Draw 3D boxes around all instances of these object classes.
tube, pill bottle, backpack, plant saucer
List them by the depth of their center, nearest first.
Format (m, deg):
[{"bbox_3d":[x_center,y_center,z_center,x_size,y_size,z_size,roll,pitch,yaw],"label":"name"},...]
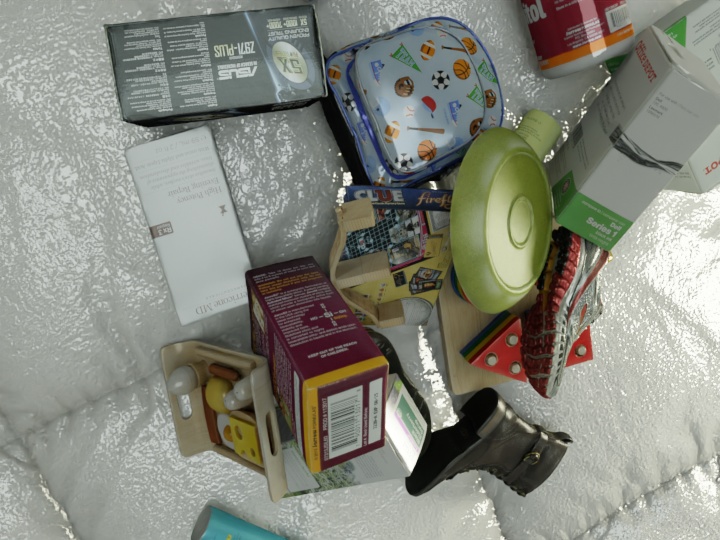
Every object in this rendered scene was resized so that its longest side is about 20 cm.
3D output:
[{"bbox_3d":[0.165,-0.053,0.710,0.197,0.031,0.206,-8,101,-48],"label":"plant saucer"},{"bbox_3d":[0.063,-0.190,0.729,0.187,0.154,0.204,-26,101,-16],"label":"backpack"},{"bbox_3d":[0.238,-0.339,0.750,0.111,0.113,0.204,-23,103,-6],"label":"pill bottle"},{"bbox_3d":[0.173,-0.105,0.800,0.051,0.058,0.202,37,87,-7],"label":"tube"},{"bbox_3d":[-0.124,0.371,0.842,0.198,0.051,0.078,34,99,-20],"label":"tube"}]

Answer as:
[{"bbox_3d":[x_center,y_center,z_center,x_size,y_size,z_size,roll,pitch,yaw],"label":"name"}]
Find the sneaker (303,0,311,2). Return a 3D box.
[{"bbox_3d":[-0.088,-0.392,0.694,0.080,0.077,0.201,-38,103,0],"label":"sneaker"}]

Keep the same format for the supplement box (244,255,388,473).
[{"bbox_3d":[-0.051,0.088,0.672,0.084,0.201,0.113,-13,126,-21],"label":"supplement box"}]

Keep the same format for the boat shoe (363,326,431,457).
[{"bbox_3d":[0.031,0.152,0.817,0.074,0.074,0.204,-27,115,-14],"label":"boat shoe"}]

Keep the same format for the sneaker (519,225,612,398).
[{"bbox_3d":[0.250,0.056,0.769,0.080,0.078,0.206,12,97,-14],"label":"sneaker"}]

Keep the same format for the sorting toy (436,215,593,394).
[{"bbox_3d":[0.202,0.050,0.834,0.193,0.070,0.206,-12,102,-9],"label":"sorting toy"}]

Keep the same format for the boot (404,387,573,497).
[{"bbox_3d":[0.175,0.262,0.868,0.173,0.070,0.200,38,106,-27],"label":"boot"}]

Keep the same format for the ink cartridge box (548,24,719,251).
[{"bbox_3d":[0.305,-0.150,0.734,0.083,0.148,0.202,26,127,-6],"label":"ink cartridge box"}]

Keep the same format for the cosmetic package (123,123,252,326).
[{"bbox_3d":[-0.187,-0.052,0.736,0.099,0.074,0.205,-18,102,-8],"label":"cosmetic package"}]

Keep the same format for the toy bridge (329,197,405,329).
[{"bbox_3d":[0.000,0.000,0.702,0.065,0.028,0.202,-12,141,7],"label":"toy bridge"}]

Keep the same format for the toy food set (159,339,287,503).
[{"bbox_3d":[-0.160,0.166,0.729,0.060,0.197,0.148,-18,105,-41],"label":"toy food set"}]

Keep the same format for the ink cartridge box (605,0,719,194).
[{"bbox_3d":[0.425,-0.222,0.824,0.145,0.083,0.203,-33,104,-4],"label":"ink cartridge box"}]

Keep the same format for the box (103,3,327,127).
[{"bbox_3d":[-0.143,-0.206,0.670,0.194,0.164,0.089,-10,102,-10],"label":"box"}]

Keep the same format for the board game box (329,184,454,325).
[{"bbox_3d":[0.035,-0.009,0.747,0.131,0.035,0.203,1,139,-12],"label":"board game box"}]

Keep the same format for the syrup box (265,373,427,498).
[{"bbox_3d":[-0.028,0.196,0.755,0.197,0.082,0.080,-22,110,30],"label":"syrup box"}]
